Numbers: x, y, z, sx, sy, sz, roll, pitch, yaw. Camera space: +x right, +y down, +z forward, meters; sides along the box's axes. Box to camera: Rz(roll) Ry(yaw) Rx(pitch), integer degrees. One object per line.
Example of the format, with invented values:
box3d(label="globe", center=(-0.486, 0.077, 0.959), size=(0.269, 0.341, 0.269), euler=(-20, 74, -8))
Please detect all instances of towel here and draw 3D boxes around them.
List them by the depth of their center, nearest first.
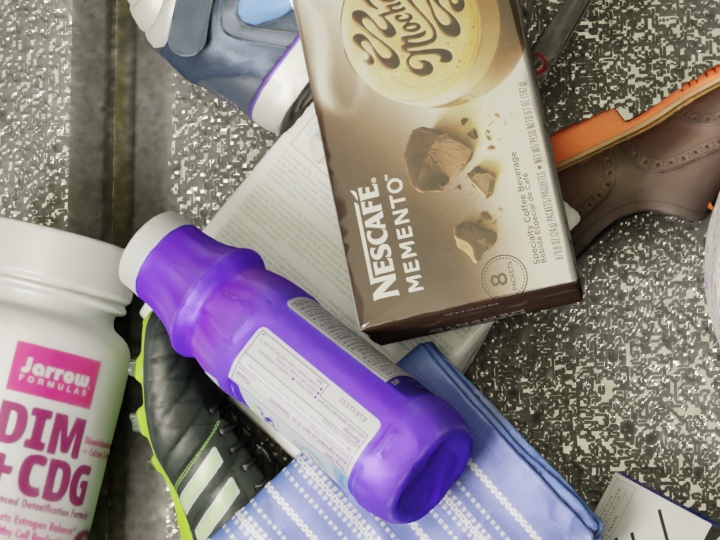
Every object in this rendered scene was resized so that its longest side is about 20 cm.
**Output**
box3d(label="towel", center=(0.009, 0.150, 1.068), size=(0.200, 0.024, 0.145), euler=(-43, 74, 1))

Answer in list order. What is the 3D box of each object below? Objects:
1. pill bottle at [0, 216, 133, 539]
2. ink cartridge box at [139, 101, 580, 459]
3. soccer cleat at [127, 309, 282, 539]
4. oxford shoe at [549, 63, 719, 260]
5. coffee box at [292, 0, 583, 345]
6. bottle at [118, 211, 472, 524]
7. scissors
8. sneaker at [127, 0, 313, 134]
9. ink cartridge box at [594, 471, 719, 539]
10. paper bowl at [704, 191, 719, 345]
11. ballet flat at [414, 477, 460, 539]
box3d(label="pill bottle", center=(-0.189, 0.078, 1.146), size=(0.113, 0.113, 0.201), euler=(11, 84, 13))
box3d(label="ink cartridge box", center=(0.000, 0.000, 1.150), size=(0.162, 0.050, 0.200), euler=(41, 92, 15))
box3d(label="soccer cleat", center=(-0.068, 0.113, 1.124), size=(0.081, 0.068, 0.201), euler=(-11, 100, 13))
box3d(label="oxford shoe", center=(0.186, -0.067, 1.117), size=(0.199, 0.071, 0.073), euler=(-23, 84, 17))
box3d(label="coffee box", center=(0.038, -0.073, 1.069), size=(0.112, 0.080, 0.201), euler=(-12, 82, 7))
box3d(label="bottle", center=(-0.037, 0.044, 1.054), size=(0.200, 0.084, 0.065), euler=(38, 89, 21))
box3d(label="scissors", center=(0.091, -0.094, 1.112), size=(0.200, 0.014, 0.073), euler=(-42, 74, 1))
box3d(label="sneaker", center=(-0.043, -0.191, 1.173), size=(0.146, 0.081, 0.200), euler=(39, 96, 10))
box3d(label="ink cartridge box", center=(0.128, 0.214, 1.077), size=(0.094, 0.044, 0.201), euler=(27, 88, 40))
box3d(label="paper bowl", center=(0.274, 0.004, 1.037), size=(0.199, 0.104, 0.202), euler=(0, 98, 2))
box3d(label="ballet flat", center=(0.033, 0.183, 1.110), size=(0.064, 0.076, 0.201), euler=(22, 92, -19))
